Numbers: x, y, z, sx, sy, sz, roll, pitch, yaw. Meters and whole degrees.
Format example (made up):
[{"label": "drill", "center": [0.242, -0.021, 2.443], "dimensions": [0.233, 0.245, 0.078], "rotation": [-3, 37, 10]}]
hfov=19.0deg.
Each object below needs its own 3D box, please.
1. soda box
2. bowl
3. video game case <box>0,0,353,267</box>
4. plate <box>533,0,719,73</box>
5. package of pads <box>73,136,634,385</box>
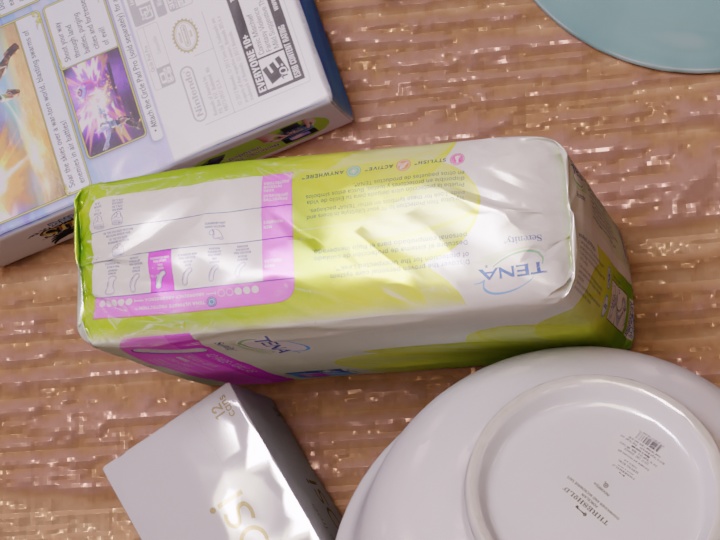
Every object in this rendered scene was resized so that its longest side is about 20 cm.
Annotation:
[{"label": "soda box", "center": [-0.023, 0.149, 0.881], "dimensions": [0.068, 0.064, 0.201], "rotation": [-34, 74, 7]}, {"label": "bowl", "center": [0.086, 0.103, 0.805], "dimensions": [0.200, 0.091, 0.202], "rotation": [-1, 58, 1]}, {"label": "video game case", "center": [-0.119, -0.126, 0.965], "dimensions": [0.180, 0.045, 0.201], "rotation": [-21, 75, 10]}, {"label": "plate", "center": [0.147, -0.184, 0.913], "dimensions": [0.199, 0.026, 0.201], "rotation": [-3, 80, 16]}, {"label": "package of pads", "center": [0.000, 0.000, 0.853], "dimensions": [0.199, 0.154, 0.069], "rotation": [-6, 78, 14]}]
